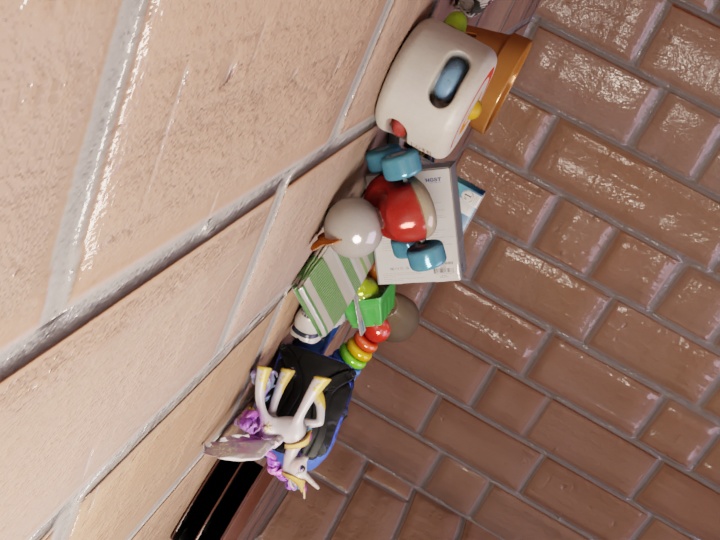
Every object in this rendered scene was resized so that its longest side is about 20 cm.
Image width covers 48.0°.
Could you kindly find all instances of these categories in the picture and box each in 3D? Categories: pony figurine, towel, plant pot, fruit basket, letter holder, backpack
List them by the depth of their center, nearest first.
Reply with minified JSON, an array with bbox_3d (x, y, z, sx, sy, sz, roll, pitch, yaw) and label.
[{"bbox_3d":[-0.147,0.261,1.332,0.167,0.192,0.201,64,36,-86],"label":"pony figurine"},{"bbox_3d":[-0.039,-0.001,1.378,0.201,0.023,0.153,-59,145,-28],"label":"towel"},{"bbox_3d":[-0.250,0.421,1.471,0.201,0.100,0.142,-59,171,-23],"label":"letter holder"},{"bbox_3d":[-0.107,0.269,1.502,0.168,0.161,0.201,106,0,-60],"label":"backpack"},{"bbox_3d":[0.000,0.000,1.543,0.185,0.093,0.201,-51,125,-64],"label":"fruit basket"},{"bbox_3d":[0.228,-0.388,1.585,0.201,0.139,0.200,-61,174,-10],"label":"plant pot"},{"bbox_3d":[0.113,0.152,2.992,0.188,0.187,0.200,-60,160,-10],"label":"plant pot"}]

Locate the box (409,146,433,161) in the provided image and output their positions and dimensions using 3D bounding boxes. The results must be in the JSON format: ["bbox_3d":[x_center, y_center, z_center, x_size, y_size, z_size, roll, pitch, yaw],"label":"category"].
[{"bbox_3d":[0.125,-0.200,1.760,0.159,0.046,0.201,-48,151,-72],"label":"box"}]

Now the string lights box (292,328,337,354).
[{"bbox_3d":[-0.081,0.119,1.682,0.201,0.059,0.103,-60,174,-14],"label":"string lights box"}]

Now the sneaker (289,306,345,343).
[{"bbox_3d":[-0.065,0.063,1.533,0.200,0.076,0.081,-53,160,-62],"label":"sneaker"}]

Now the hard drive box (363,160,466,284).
[{"bbox_3d":[0.100,-0.084,1.434,0.077,0.155,0.201,-45,130,-68],"label":"hard drive box"}]

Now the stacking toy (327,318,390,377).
[{"bbox_3d":[-0.010,0.168,1.617,0.200,0.085,0.085,-48,178,19],"label":"stacking toy"}]

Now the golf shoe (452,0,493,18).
[{"bbox_3d":[0.190,-0.450,1.314,0.088,0.077,0.200,-56,176,24],"label":"golf shoe"}]

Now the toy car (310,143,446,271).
[{"bbox_3d":[0.008,-0.080,1.281,0.199,0.185,0.177,-20,-162,-9],"label":"toy car"}]

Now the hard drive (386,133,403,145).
[{"bbox_3d":[0.106,-0.319,1.416,0.201,0.026,0.132,-60,174,-10],"label":"hard drive"}]

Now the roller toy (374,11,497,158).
[{"bbox_3d":[0.118,-0.267,1.215,0.183,0.139,0.201,-54,171,-46],"label":"roller toy"}]

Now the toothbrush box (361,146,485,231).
[{"bbox_3d":[0.112,-0.128,1.514,0.147,0.199,0.085,-62,173,15],"label":"toothbrush box"}]
